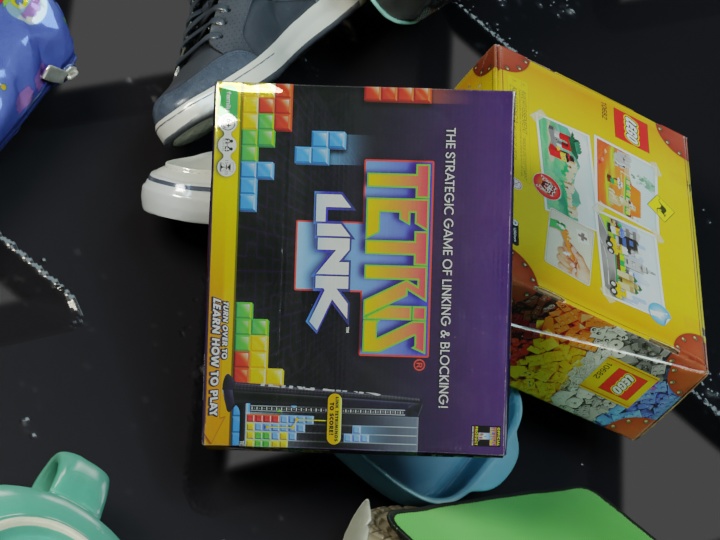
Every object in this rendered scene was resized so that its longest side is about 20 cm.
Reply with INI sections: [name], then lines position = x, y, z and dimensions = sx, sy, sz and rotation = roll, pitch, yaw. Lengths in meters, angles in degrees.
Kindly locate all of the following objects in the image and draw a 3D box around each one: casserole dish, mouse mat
[casserole dish]
position = 0.003, 0.057, 1.472
dimensions = 0.200, 0.039, 0.121
rotation = 42, 49, -1
[mouse mat]
position = 0.124, 0.172, 1.412
dimensions = 0.161, 0.008, 0.200
rotation = 39, 25, 32

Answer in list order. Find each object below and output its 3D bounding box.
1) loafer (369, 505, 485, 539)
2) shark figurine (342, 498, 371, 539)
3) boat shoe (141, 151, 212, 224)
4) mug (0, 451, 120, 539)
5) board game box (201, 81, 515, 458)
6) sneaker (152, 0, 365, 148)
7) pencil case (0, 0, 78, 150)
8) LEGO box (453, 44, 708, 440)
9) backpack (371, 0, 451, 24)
[loafer]
position = 0.077, 0.197, 1.407
dimensions = 0.200, 0.068, 0.076
rotation = 27, 20, 6
[shark figurine]
position = -0.009, 0.233, 1.316
dimensions = 0.128, 0.215, 0.090
rotation = -22, 30, -9
[boat shoe]
position = -0.044, -0.070, 1.493
dimensions = 0.200, 0.074, 0.067
rotation = -9, 109, -44
[mug]
position = -0.177, 0.168, 1.248
dimensions = 0.152, 0.114, 0.185
rotation = 2, 61, -29
[board game box]
position = 0.000, 0.000, 1.395
dimensions = 0.165, 0.057, 0.200
rotation = 1, 87, 3
[sneaker]
position = -0.097, -0.167, 1.521
dimensions = 0.146, 0.077, 0.202
rotation = 51, 39, -7
[pencil case]
position = -0.227, -0.080, 1.399
dimensions = 0.087, 0.078, 0.200
rotation = 22, 50, 12
[LEGO box]
position = 0.123, -0.019, 1.536
dimensions = 0.149, 0.077, 0.200
rotation = 25, 42, -22
[backpack]
position = 0.038, -0.260, 1.600
dimensions = 0.176, 0.153, 0.200
rotation = 49, 15, 2
